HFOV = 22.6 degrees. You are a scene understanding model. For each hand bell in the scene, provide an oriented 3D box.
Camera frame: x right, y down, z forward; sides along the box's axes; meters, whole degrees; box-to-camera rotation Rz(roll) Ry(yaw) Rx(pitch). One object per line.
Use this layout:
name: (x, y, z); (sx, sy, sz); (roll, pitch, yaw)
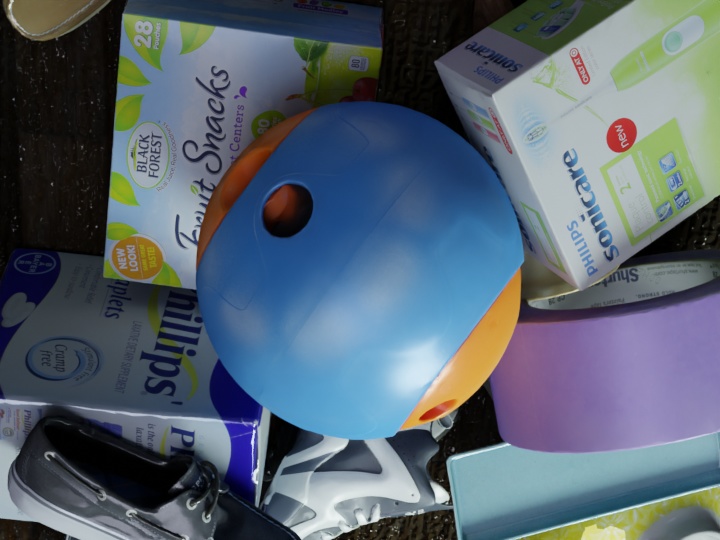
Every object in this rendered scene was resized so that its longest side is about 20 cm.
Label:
hand bell: (0.104, -0.093, 1.174); (0.103, 0.104, 0.202); (-10, 109, 10)

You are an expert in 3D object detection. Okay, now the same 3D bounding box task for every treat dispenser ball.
treat dispenser ball: (0.000, 0.000, 1.081); (0.198, 0.202, 0.203); (2, 123, 3)

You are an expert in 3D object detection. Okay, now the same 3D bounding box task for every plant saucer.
plant saucer: (0.153, 0.129, 1.190); (0.198, 0.019, 0.071); (-13, 108, -11)

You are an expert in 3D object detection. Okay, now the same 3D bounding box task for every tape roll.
tape roll: (0.179, 0.049, 1.166); (0.198, 0.200, 0.086); (-9, 99, 10)

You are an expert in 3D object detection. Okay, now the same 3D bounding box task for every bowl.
bowl: (0.200, 0.190, 1.269); (0.198, 0.108, 0.202); (-13, 119, -24)

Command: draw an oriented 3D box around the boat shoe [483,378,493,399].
boat shoe: (0.136, 0.096, 1.299); (0.062, 0.073, 0.201); (-34, 118, -5)

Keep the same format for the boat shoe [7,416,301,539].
boat shoe: (-0.120, 0.142, 1.121); (0.198, 0.070, 0.067); (23, 123, -3)

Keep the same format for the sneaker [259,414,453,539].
sneaker: (-0.001, 0.166, 1.239); (0.128, 0.079, 0.201); (22, 83, -1)

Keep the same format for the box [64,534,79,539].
box: (-0.122, 0.244, 1.335); (0.198, 0.148, 0.108); (10, 80, -2)

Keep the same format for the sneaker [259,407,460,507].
sneaker: (-0.032, 0.112, 1.317); (0.199, 0.076, 0.088); (-30, 106, 14)

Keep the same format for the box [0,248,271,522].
box: (-0.159, 0.081, 1.229); (0.197, 0.185, 0.106); (6, 122, -1)

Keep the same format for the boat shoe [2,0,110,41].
boat shoe: (-0.161, -0.211, 1.104); (0.071, 0.076, 0.200); (34, 119, -17)

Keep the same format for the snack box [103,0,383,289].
snack box: (-0.080, -0.082, 1.186); (0.167, 0.068, 0.202); (8, 122, -4)

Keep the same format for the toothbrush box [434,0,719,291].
toothbrush box: (0.168, -0.110, 1.094); (0.199, 0.086, 0.146); (-32, 118, -9)
